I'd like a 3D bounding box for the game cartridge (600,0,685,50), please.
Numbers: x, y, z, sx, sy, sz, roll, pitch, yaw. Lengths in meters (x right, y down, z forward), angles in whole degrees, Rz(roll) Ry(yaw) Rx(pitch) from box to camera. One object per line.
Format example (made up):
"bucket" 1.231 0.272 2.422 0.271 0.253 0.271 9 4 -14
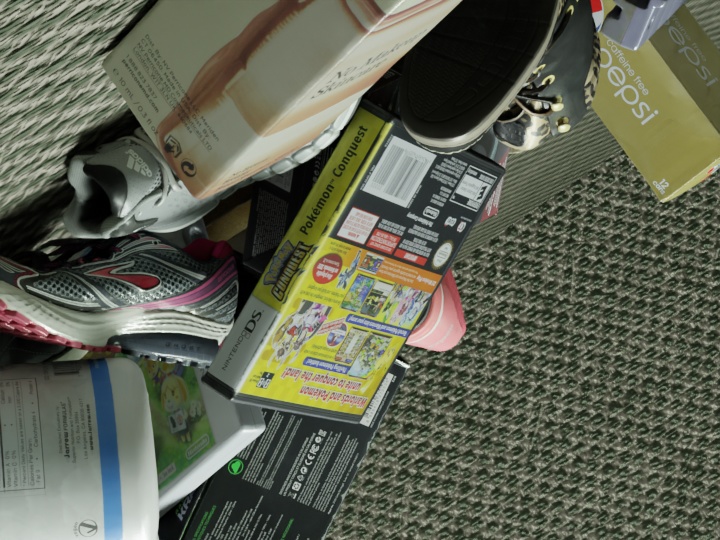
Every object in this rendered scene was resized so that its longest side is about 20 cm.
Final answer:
"game cartridge" 0.208 -0.235 1.686 0.130 0.038 0.200 -37 153 -56

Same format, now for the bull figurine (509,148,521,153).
"bull figurine" 0.061 -0.116 1.908 0.065 0.122 0.200 1 -161 23

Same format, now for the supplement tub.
"supplement tub" -0.217 0.119 1.613 0.199 0.132 0.132 -5 169 -8

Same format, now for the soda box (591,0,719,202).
"soda box" 0.164 -0.145 1.784 0.064 0.200 0.068 -40 174 36

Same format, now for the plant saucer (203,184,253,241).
"plant saucer" -0.130 -0.015 1.943 0.200 0.035 0.200 -36 175 -4

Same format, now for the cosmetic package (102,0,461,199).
"cosmetic package" -0.020 -0.129 1.343 0.103 0.087 0.200 -30 172 -43

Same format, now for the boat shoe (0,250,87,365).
"boat shoe" -0.253 0.054 1.702 0.200 0.072 0.068 -30 138 12

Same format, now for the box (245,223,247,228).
"box" 0.021 -0.087 2.061 0.200 0.079 0.141 -31 170 -48

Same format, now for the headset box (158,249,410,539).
"headset box" -0.074 0.093 1.848 0.174 0.093 0.200 -63 -156 6

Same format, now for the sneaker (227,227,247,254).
"sneaker" -0.072 0.014 1.985 0.073 0.071 0.200 -31 173 -41

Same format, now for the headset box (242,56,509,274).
"headset box" 0.024 -0.086 1.739 0.200 0.077 0.149 -28 138 -47

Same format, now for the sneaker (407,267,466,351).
"sneaker" 0.006 -0.022 1.872 0.074 0.200 0.087 -37 148 14

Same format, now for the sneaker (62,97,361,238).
"sneaker" -0.088 -0.068 1.547 0.200 0.075 0.115 -39 172 36

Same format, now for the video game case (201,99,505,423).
"video game case" 0.000 0.000 1.654 0.181 0.025 0.200 -60 158 5

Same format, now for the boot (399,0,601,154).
"boot" 0.086 -0.119 1.640 0.151 0.073 0.200 76 32 -57

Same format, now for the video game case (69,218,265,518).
"video game case" -0.141 0.060 1.783 0.022 0.182 0.200 0 152 -37

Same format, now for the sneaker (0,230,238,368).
"sneaker" -0.154 0.008 1.629 0.080 0.075 0.200 10 180 44
